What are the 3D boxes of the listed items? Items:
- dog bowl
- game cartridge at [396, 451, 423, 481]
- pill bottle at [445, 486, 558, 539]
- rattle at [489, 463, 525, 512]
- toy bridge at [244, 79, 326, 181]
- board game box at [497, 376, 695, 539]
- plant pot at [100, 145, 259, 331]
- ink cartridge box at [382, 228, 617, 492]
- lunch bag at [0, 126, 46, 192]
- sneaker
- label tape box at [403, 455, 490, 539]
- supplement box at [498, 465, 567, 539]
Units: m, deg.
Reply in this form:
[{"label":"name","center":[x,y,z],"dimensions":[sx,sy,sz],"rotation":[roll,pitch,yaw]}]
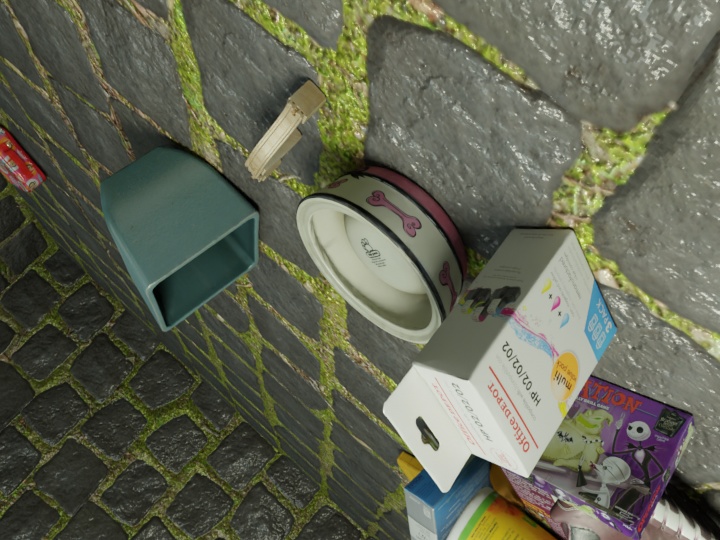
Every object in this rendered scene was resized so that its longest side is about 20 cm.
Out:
[{"label":"dog bowl","center":[0.027,-0.020,0.678],"dimensions":[0.198,0.074,0.202],"rotation":[37,157,18]},{"label":"game cartridge","center":[0.172,0.459,1.305],"dimensions":[0.197,0.033,0.178],"rotation":[12,141,50]},{"label":"pill bottle","center":[0.202,0.367,0.771],"dimensions":[0.198,0.111,0.112],"rotation":[33,156,29]},{"label":"rattle","center":[0.161,0.369,0.894],"dimensions":[0.130,0.195,0.147],"rotation":[147,103,-74]},{"label":"toy bridge","center":[-0.094,-0.133,0.698],"dimensions":[0.027,0.067,0.199],"rotation":[44,157,-8]},{"label":"board game box","center":[0.200,0.156,0.627],"dimensions":[0.197,0.120,0.033],"rotation":[18,145,45]},{"label":"plant pot","center":[-0.289,-0.068,0.996],"dimensions":[0.201,0.194,0.197],"rotation":[49,159,11]},{"label":"ink cartridge box","center":[0.119,0.077,0.523],"dimensions":[0.067,0.201,0.116],"rotation":[7,139,53]},{"label":"lunch bag","center":[-1.036,-0.329,1.925],"dimensions":[0.174,0.082,0.202],"rotation":[9,139,53]},{"label":"sneaker","center":[0.274,0.267,0.653],"dimensions":[0.197,0.117,0.076],"rotation":[32,-164,-7]},{"label":"label tape box","center":[0.142,0.384,1.013],"dimensions":[0.065,0.142,0.205],"rotation":[21,130,40]},{"label":"supplement box","center":[0.249,0.255,0.757],"dimensions":[0.109,0.086,0.202],"rotation":[11,141,53]}]
